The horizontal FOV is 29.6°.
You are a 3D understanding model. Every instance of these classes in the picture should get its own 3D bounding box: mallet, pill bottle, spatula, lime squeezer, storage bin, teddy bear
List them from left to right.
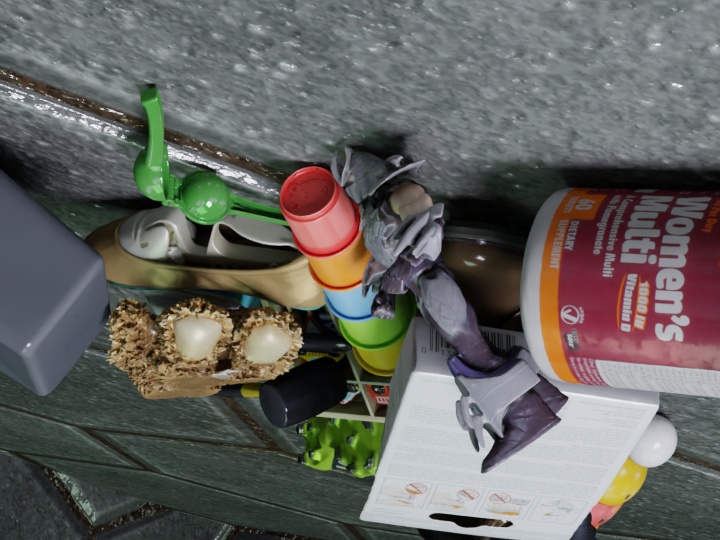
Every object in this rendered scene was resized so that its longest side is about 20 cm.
[{"bbox_3d":[-0.252,0.011,0.923,0.134,0.146,0.200,36,162,3],"label":"storage bin"},{"bbox_3d":[-0.115,0.048,0.988,0.144,0.067,0.200,-3,168,-8],"label":"teddy bear"},{"bbox_3d":[-0.097,-0.060,0.856,0.070,0.038,0.200,-28,147,18],"label":"lime squeezer"},{"bbox_3d":[-0.095,0.100,1.107,0.066,0.041,0.199,-23,-170,-41],"label":"mallet"},{"bbox_3d":[-0.087,0.063,1.094,0.199,0.021,0.056,-8,156,35],"label":"spatula"},{"bbox_3d":[0.194,0.013,0.717,0.199,0.110,0.109,3,162,30],"label":"pill bottle"}]

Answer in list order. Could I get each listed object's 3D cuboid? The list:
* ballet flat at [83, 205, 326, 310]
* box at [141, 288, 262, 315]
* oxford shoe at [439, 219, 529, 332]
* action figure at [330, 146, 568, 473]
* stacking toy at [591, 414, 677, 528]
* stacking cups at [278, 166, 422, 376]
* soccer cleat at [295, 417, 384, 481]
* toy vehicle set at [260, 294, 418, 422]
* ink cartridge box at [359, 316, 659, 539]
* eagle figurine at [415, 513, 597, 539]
[{"bbox_3d":[-0.110,-0.020,0.964,0.198,0.069,0.063,7,136,11],"label":"ballet flat"},{"bbox_3d":[-0.122,0.021,1.102,0.082,0.050,0.200,11,164,4],"label":"box"},{"bbox_3d":[0.092,0.025,0.889,0.072,0.085,0.200,8,162,22],"label":"oxford shoe"},{"bbox_3d":[0.041,0.012,0.775,0.201,0.069,0.130,56,178,6],"label":"action figure"},{"bbox_3d":[0.226,0.189,1.316,0.145,0.147,0.200,21,147,-26],"label":"stacking toy"},{"bbox_3d":[0.000,0.000,0.898,0.060,0.061,0.200,7,152,19],"label":"stacking cups"},{"bbox_3d":[0.007,0.148,1.193,0.080,0.068,0.200,0,174,-21],"label":"soccer cleat"},{"bbox_3d":[0.023,0.063,1.053,0.199,0.027,0.125,0,124,37],"label":"toy vehicle set"},{"bbox_3d":[0.092,0.114,0.916,0.159,0.048,0.201,8,142,-7],"label":"ink cartridge box"},{"bbox_3d":[0.121,0.189,1.096,0.150,0.152,0.200,-30,164,-7],"label":"eagle figurine"}]
